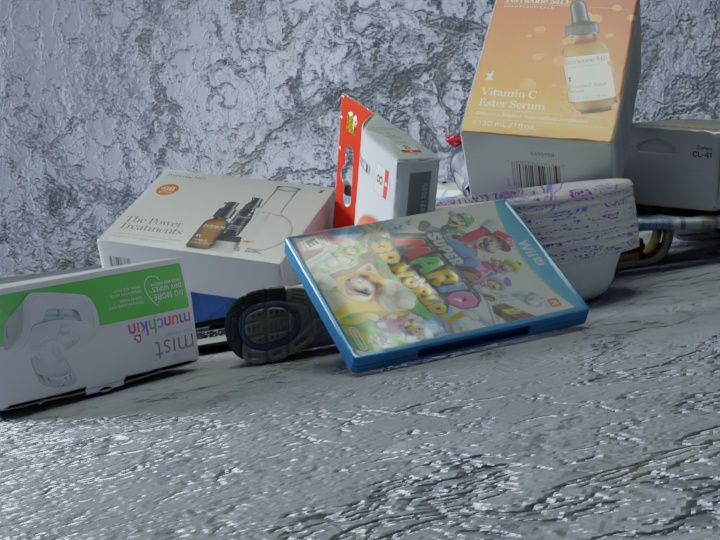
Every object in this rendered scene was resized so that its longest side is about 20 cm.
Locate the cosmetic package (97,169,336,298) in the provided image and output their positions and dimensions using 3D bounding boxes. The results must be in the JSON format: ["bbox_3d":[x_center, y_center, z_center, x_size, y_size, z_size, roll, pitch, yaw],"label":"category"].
[{"bbox_3d":[-0.139,-0.038,1.339,0.199,0.052,0.151,7,32,19],"label":"cosmetic package"}]

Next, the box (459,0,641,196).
[{"bbox_3d":[0.197,-0.174,1.355,0.151,0.201,0.107,5,-34,16],"label":"box"}]

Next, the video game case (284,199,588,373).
[{"bbox_3d":[0.058,0.007,1.037,0.199,0.018,0.143,-10,43,-22],"label":"video game case"}]

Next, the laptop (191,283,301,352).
[{"bbox_3d":[-0.093,0.003,1.324,0.186,0.117,0.200,-9,4,-6],"label":"laptop"}]

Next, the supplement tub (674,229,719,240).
[{"bbox_3d":[0.460,-0.102,1.583,0.199,0.124,0.122,-4,6,41],"label":"supplement tub"}]

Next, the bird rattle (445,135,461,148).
[{"bbox_3d":[0.194,-0.101,1.750,0.112,0.201,0.163,-12,29,-40],"label":"bird rattle"}]

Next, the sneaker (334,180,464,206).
[{"bbox_3d":[0.056,-0.086,1.556,0.199,0.073,0.072,-6,6,24],"label":"sneaker"}]

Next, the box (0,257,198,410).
[{"bbox_3d":[-0.268,0.056,1.113,0.176,0.097,0.199,-8,2,45],"label":"box"}]

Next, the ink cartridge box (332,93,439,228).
[{"bbox_3d":[0.003,-0.060,1.234,0.050,0.163,0.200,-9,27,-27],"label":"ink cartridge box"}]

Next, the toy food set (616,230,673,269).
[{"bbox_3d":[0.244,-0.032,1.496,0.198,0.061,0.144,-8,4,6],"label":"toy food set"}]

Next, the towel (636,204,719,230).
[{"bbox_3d":[0.316,-0.059,1.413,0.198,0.024,0.147,-1,7,-1],"label":"towel"}]

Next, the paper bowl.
[{"bbox_3d":[0.155,-0.022,1.223,0.199,0.105,0.201,-8,3,0],"label":"paper bowl"}]

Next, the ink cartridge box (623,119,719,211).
[{"bbox_3d":[0.365,-0.119,1.449,0.147,0.086,0.199,8,14,39],"label":"ink cartridge box"}]

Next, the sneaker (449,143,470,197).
[{"bbox_3d":[0.147,-0.062,1.377,0.082,0.070,0.200,-14,50,-42],"label":"sneaker"}]

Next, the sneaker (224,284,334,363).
[{"bbox_3d":[-0.013,0.029,1.124,0.198,0.075,0.087,-7,-1,6],"label":"sneaker"}]
